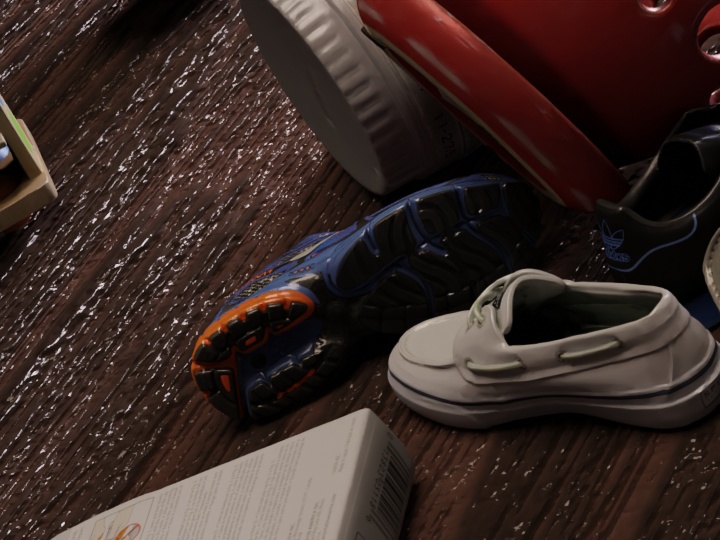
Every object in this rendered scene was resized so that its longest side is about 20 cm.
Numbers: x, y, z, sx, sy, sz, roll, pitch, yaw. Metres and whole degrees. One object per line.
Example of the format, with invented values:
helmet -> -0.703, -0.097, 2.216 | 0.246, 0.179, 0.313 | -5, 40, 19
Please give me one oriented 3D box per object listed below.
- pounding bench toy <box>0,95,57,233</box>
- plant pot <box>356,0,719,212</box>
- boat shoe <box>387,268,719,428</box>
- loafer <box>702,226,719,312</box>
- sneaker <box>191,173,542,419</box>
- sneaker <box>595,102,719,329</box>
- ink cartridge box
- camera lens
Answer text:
pounding bench toy -> -0.274, -0.070, 1.696 | 0.124, 0.156, 0.200 | -30, 28, -2
plant pot -> 0.115, -0.140, 1.352 | 0.183, 0.200, 0.200 | -50, 29, 1
boat shoe -> 0.085, 0.028, 1.280 | 0.200, 0.067, 0.074 | -2, 38, 42
loafer -> 0.192, 0.023, 1.168 | 0.070, 0.070, 0.200 | 10, 17, -22
sneaker -> 0.000, 0.000, 1.408 | 0.200, 0.075, 0.078 | -25, 25, 7
sneaker -> 0.196, -0.055, 1.299 | 0.200, 0.078, 0.070 | -42, 31, -20
ink cartridge box -> -0.077, 0.160, 1.259 | 0.200, 0.050, 0.162 | -25, 27, 27
camera lens -> 0.052, -0.157, 1.517 | 0.200, 0.160, 0.160 | -35, 28, -9
